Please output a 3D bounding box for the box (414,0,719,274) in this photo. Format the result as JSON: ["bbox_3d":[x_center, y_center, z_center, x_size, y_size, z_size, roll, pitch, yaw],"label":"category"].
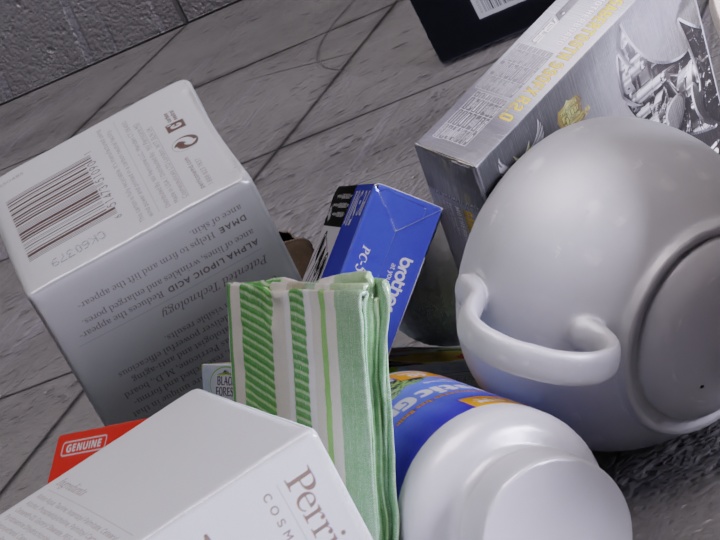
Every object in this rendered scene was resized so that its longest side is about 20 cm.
[{"bbox_3d":[0.128,-0.071,1.386,0.048,0.159,0.200,22,57,38],"label":"box"}]

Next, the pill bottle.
[{"bbox_3d":[0.058,0.118,1.230,0.112,0.113,0.200,-31,15,-16],"label":"pill bottle"}]

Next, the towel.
[{"bbox_3d":[-0.026,0.077,1.261,0.023,0.154,0.200,-3,1,-23],"label":"towel"}]

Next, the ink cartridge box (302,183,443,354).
[{"bbox_3d":[0.000,0.000,1.398,0.200,0.044,0.095,-162,93,-83],"label":"ink cartridge box"}]

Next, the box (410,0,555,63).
[{"bbox_3d":[0.166,-0.330,2.508,0.196,0.118,0.200,-20,17,24],"label":"box"}]

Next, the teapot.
[{"bbox_3d":[0.155,0.019,1.294,0.200,0.198,0.146,-48,41,-12],"label":"teapot"}]

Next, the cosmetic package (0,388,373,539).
[{"bbox_3d":[-0.095,0.185,1.162,0.199,0.168,0.166,-33,16,-18],"label":"cosmetic package"}]

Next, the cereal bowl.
[{"bbox_3d":[0.103,-0.022,1.534,0.200,0.083,0.200,-44,-9,-9],"label":"cereal bowl"}]

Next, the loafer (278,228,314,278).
[{"bbox_3d":[-0.053,0.016,1.829,0.073,0.072,0.200,-28,15,-5],"label":"loafer"}]

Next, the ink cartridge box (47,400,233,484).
[{"bbox_3d":[-0.146,0.158,1.410,0.199,0.043,0.175,-14,57,41],"label":"ink cartridge box"}]

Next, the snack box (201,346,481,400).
[{"bbox_3d":[0.011,0.075,1.462,0.141,0.053,0.200,-3,0,-31],"label":"snack box"}]

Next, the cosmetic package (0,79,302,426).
[{"bbox_3d":[-0.129,0.015,1.642,0.164,0.201,0.165,-29,35,-3],"label":"cosmetic package"}]

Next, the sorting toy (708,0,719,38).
[{"bbox_3d":[0.253,-0.072,1.215,0.107,0.180,0.199,-46,-28,23],"label":"sorting toy"}]
